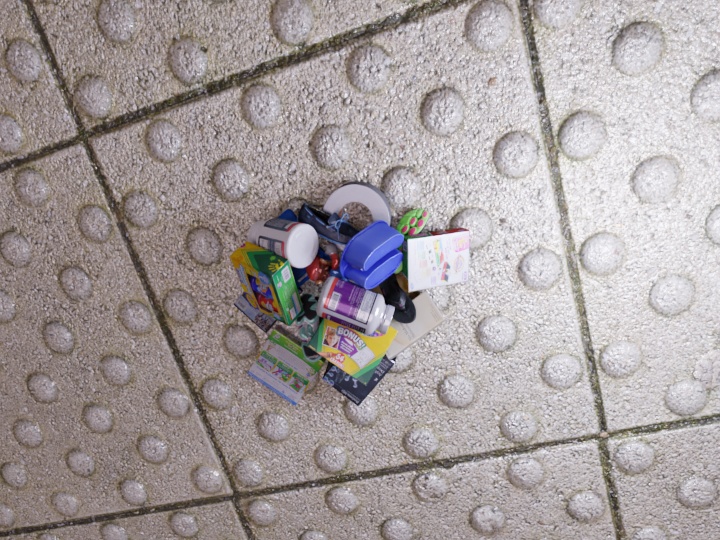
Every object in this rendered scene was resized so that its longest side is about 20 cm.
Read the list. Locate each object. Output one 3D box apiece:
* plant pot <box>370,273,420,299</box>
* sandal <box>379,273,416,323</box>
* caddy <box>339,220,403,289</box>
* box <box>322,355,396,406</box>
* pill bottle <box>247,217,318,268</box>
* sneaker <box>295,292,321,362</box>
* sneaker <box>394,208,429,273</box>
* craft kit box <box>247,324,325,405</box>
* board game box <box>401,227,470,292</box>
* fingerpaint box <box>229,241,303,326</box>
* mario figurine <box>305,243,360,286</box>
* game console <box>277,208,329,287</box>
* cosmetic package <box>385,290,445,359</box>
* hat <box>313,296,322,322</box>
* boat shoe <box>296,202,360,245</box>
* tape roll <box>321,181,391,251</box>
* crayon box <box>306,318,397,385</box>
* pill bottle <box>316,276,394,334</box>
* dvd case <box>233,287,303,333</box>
[{"bbox_3d":[0.090,0.097,1.574,0.196,0.028,0.204,2,108,7],"label":"plant pot"},{"bbox_3d":[0.091,0.065,1.479,0.075,0.048,0.202,-33,64,8],"label":"sandal"},{"bbox_3d":[0.028,-0.047,1.391,0.104,0.199,0.143,31,142,33],"label":"caddy"},{"bbox_3d":[-0.001,0.289,1.609,0.147,0.107,0.201,36,110,-4],"label":"box"},{"bbox_3d":[-0.222,-0.083,1.444,0.198,0.118,0.122,15,114,41],"label":"pill bottle"},{"bbox_3d":[-0.151,0.177,1.551,0.076,0.140,0.204,-5,77,-2],"label":"sneaker"},{"bbox_3d":[0.139,-0.086,1.489,0.076,0.083,0.203,31,96,28],"label":"sneaker"},{"bbox_3d":[-0.243,0.312,1.690,0.198,0.049,0.199,34,112,-3],"label":"craft kit box"},{"bbox_3d":[0.214,-0.031,1.458,0.196,0.040,0.156,-8,108,-19],"label":"board game box"},{"bbox_3d":[-0.260,0.039,1.437,0.165,0.073,0.202,23,142,29],"label":"fingerpaint box"},{"bbox_3d":[-0.065,0.003,1.496,0.197,0.106,0.125,20,76,9],"label":"mario figurine"},{"bbox_3d":[-0.222,-0.050,1.571,0.199,0.119,0.170,-39,129,12],"label":"game console"},{"bbox_3d":[0.141,0.160,1.506,0.199,0.073,0.104,-37,77,6],"label":"cosmetic package"},{"bbox_3d":[-0.082,0.151,1.579,0.199,0.080,0.204,25,129,35],"label":"hat"},{"bbox_3d":[-0.083,-0.127,1.429,0.196,0.085,0.070,19,122,0],"label":"boat shoe"},{"bbox_3d":[-0.010,-0.152,1.489,0.196,0.066,0.205,3,107,8],"label":"tape roll"},{"bbox_3d":[-0.022,0.191,1.445,0.198,0.058,0.174,32,83,4],"label":"crayon box"},{"bbox_3d":[-0.012,0.099,1.375,0.197,0.113,0.114,21,110,2],"label":"pill bottle"},{"bbox_3d":[-0.294,0.086,1.637,0.142,0.018,0.200,41,108,-6],"label":"dvd case"}]
